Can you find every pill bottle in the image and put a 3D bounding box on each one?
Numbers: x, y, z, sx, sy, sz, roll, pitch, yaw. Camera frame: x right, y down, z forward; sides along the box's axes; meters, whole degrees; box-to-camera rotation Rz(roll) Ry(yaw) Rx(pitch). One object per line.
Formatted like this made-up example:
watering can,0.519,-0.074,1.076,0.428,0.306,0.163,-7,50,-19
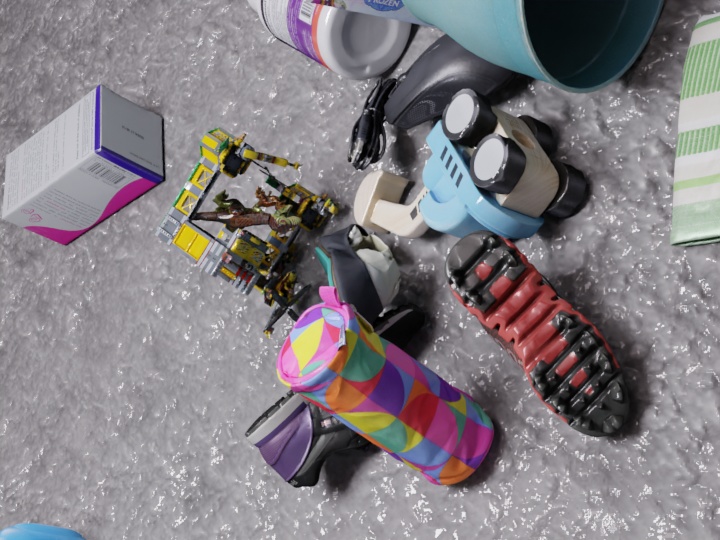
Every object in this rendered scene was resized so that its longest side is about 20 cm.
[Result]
pill bottle,-0.043,-0.284,1.413,0.200,0.111,0.112,38,99,47

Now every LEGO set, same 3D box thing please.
LEGO set,-0.093,-0.036,1.294,0.116,0.200,0.154,32,81,40

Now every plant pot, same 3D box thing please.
plant pot,0.136,-0.270,1.153,0.187,0.199,0.202,21,86,45

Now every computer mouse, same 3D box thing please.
computer mouse,0.067,-0.183,1.273,0.199,0.053,0.139,-23,32,32

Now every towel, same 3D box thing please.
towel,0.318,-0.123,1.042,0.152,0.023,0.202,-9,66,43

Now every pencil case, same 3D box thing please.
pencil case,0.023,0.101,1.099,0.088,0.200,0.089,-32,36,27

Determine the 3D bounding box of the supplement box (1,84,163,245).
supplement box,-0.347,-0.127,1.650,0.199,0.101,0.104,-29,52,32

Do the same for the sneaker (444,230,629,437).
sneaker,0.152,0.054,1.089,0.071,0.098,0.201,-42,69,5

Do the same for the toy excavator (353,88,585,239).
toy excavator,0.080,-0.071,1.211,0.200,0.099,0.195,-52,42,26

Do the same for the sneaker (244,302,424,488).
sneaker,-0.006,0.118,1.228,0.200,0.088,0.076,-41,1,-1

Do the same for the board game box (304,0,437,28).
board game box,0.010,-0.316,1.307,0.041,0.198,0.200,-63,36,33

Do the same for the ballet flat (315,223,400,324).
ballet flat,0.000,0.000,1.233,0.073,0.073,0.200,-55,16,10

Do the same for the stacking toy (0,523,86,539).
stacking toy,-0.384,0.361,1.471,0.200,0.115,0.111,-36,47,46
